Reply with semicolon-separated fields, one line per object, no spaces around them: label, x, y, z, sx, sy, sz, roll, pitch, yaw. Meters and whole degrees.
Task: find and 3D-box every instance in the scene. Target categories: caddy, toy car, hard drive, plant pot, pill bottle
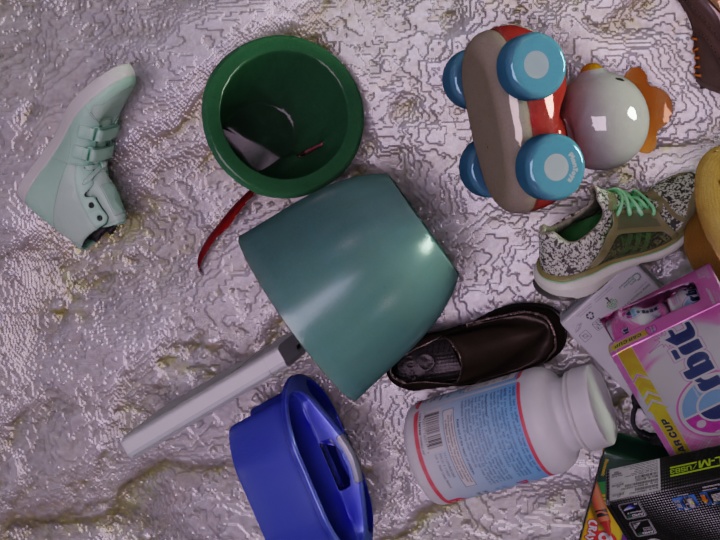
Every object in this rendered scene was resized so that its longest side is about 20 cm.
caddy;-0.050;0.209;1.523;0.104;0.141;0.202;-21;95;20
toy car;0.207;-0.159;1.414;0.198;0.184;0.179;-14;97;-16
hard drive;-0.146;0.125;1.531;0.199;0.132;0.027;-30;92;15
plant pot;0.000;0.000;1.452;0.160;0.201;0.201;-36;91;5
pill bottle;0.152;0.161;1.473;0.198;0.109;0.110;-19;95;24

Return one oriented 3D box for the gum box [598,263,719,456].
gum box;0.312;0.099;1.341;0.113;0.066;0.201;-27;118;13

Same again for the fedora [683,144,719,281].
fedora;0.369;-0.025;1.385;0.201;0.200;0.082;51;134;0

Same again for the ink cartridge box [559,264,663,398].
ink cartridge box;0.302;0.086;1.469;0.099;0.039;0.200;-42;97;15

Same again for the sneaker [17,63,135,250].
sneaker;-0.268;-0.115;1.545;0.118;0.074;0.201;43;115;9

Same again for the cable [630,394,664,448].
cable;0.370;0.114;1.430;0.198;0.051;0.165;15;103;7

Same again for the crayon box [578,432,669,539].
crayon box;0.310;0.283;1.486;0.171;0.058;0.202;15;112;10

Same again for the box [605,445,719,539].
box;0.352;0.236;1.355;0.198;0.048;0.194;-16;128;23

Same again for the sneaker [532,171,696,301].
sneaker;0.250;-0.050;1.407;0.199;0.077;0.089;-32;133;-14

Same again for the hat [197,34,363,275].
hat;-0.112;-0.132;1.540;0.199;0.176;0.167;-32;90;-22

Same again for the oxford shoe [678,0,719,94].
oxford shoe;0.342;-0.215;1.402;0.073;0.071;0.201;-37;91;20

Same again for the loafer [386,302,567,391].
loafer;0.116;0.089;1.501;0.198;0.071;0.074;-18;96;15
